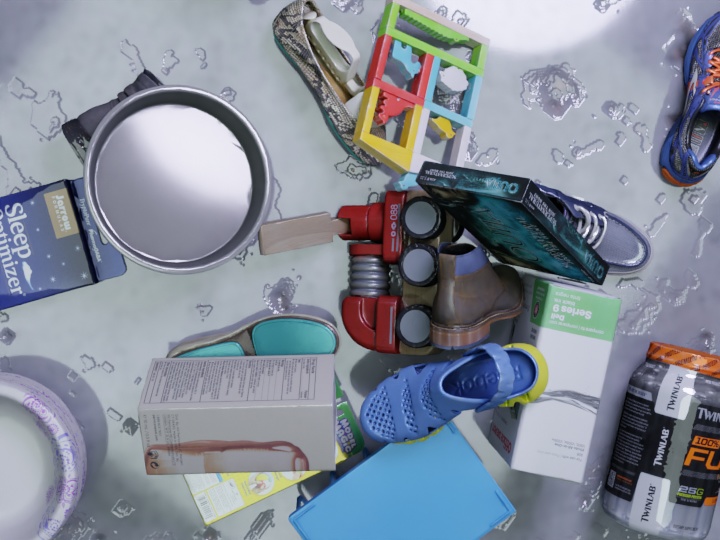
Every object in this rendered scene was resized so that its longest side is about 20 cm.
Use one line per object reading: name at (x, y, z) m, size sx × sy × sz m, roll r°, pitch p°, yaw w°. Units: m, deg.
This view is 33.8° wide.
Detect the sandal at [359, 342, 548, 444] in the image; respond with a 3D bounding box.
sandal at (0.088, 0.119, 1.195) m, size 0.199 × 0.087 × 0.080 m, roll -24°, pitch 74°, yaw 12°

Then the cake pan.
cake pan at (-0.195, -0.095, 1.261) m, size 0.199 × 0.037 × 0.202 m, roll 1°, pitch 86°, yaw -17°

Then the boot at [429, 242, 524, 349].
boot at (0.129, 0.004, 1.252) m, size 0.074 × 0.200 × 0.098 m, roll 6°, pitch 111°, yaw 23°

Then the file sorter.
file sorter at (0.042, 0.253, 1.300) m, size 0.200 × 0.123 × 0.139 m, roll -36°, pitch 94°, yaw 0°

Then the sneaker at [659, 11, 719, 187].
sneaker at (0.394, -0.190, 1.314) m, size 0.075 × 0.078 × 0.201 m, roll 12°, pitch 93°, yaw -4°

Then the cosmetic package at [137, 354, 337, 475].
cosmetic package at (-0.124, 0.150, 1.242) m, size 0.198 × 0.104 × 0.088 m, roll -1°, pitch 117°, yaw 2°

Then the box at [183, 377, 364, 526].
box at (-0.104, 0.188, 1.324) m, size 0.199 × 0.048 × 0.118 m, roll -24°, pitch 87°, yaw 1°

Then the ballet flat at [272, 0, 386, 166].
ballet flat at (-0.021, -0.209, 1.291) m, size 0.068 × 0.075 × 0.201 m, roll -37°, pitch 94°, yaw -45°

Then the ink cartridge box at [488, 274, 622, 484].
ink cartridge box at (0.208, 0.114, 1.288) m, size 0.083 × 0.146 × 0.201 m, roll 12°, pitch 92°, yaw -4°

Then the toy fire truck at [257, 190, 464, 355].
toy fire truck at (0.000, 0.000, 1.298) m, size 0.199 × 0.129 × 0.177 m, roll 2°, pitch 89°, yaw 22°

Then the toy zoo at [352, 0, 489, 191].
toy zoo at (0.065, -0.181, 1.279) m, size 0.131 × 0.020 × 0.201 m, roll 20°, pitch 75°, yaw -25°

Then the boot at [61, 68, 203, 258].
boot at (-0.223, -0.110, 1.298) m, size 0.131 × 0.070 × 0.201 m, roll -32°, pitch 102°, yaw -9°

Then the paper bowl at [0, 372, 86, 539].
paper bowl at (-0.398, 0.211, 1.286) m, size 0.199 × 0.104 × 0.202 m, roll 0°, pitch 94°, yaw -3°

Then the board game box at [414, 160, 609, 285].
board game box at (0.161, -0.047, 1.235) m, size 0.200 × 0.135 × 0.028 m, roll 38°, pitch 72°, yaw -47°

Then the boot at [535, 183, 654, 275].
boot at (0.239, -0.044, 1.308) m, size 0.199 × 0.090 × 0.073 m, roll 19°, pitch 92°, yaw -4°

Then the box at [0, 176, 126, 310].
box at (-0.372, -0.026, 1.311) m, size 0.199 × 0.032 × 0.122 m, roll -16°, pitch 94°, yaw -3°

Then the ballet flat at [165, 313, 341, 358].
ballet flat at (-0.118, 0.086, 1.309) m, size 0.199 × 0.069 × 0.070 m, roll -9°, pitch 94°, yaw 4°

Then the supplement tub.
supplement tub at (0.346, 0.187, 1.311) m, size 0.122 × 0.123 × 0.201 m, roll 12°, pitch 93°, yaw -3°
